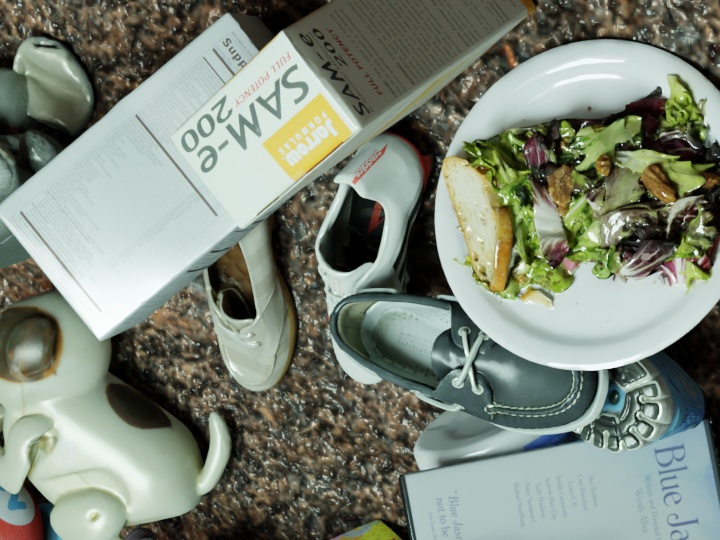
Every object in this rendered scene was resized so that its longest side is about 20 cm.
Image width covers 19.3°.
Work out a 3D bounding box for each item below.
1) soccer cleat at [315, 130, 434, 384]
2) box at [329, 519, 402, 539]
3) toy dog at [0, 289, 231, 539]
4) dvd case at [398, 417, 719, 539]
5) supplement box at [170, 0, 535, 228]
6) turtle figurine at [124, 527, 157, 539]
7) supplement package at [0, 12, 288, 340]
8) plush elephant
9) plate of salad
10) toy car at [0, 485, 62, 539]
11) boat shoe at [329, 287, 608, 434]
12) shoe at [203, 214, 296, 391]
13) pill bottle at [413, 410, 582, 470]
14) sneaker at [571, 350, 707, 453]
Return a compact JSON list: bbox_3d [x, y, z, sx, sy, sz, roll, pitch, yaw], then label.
[{"bbox_3d":[0.000,0.000,1.408,0.069,0.085,0.200,27,129,22],"label":"soccer cleat"},{"bbox_3d":[0.022,0.313,1.495,0.200,0.122,0.193,34,143,63],"label":"box"},{"bbox_3d":[-0.215,0.113,1.608,0.194,0.140,0.200,-24,100,31],"label":"toy dog"},{"bbox_3d":[0.134,0.179,1.316,0.200,0.018,0.143,-11,85,-3],"label":"dvd case"},{"bbox_3d":[-0.002,-0.119,1.259,0.074,0.200,0.126,52,134,0],"label":"supplement box"},{"bbox_3d":[-0.125,0.251,1.577,0.150,0.200,0.101,31,95,-16],"label":"turtle figurine"},{"bbox_3d":[-0.116,-0.062,1.380,0.200,0.110,0.114,-39,89,9],"label":"supplement package"},{"bbox_3d":[-0.275,-0.088,1.530,0.165,0.200,0.155,-33,71,31],"label":"plush elephant"},{"bbox_3d":[0.132,-0.042,1.247,0.200,0.048,0.200,-6,77,25],"label":"plate of salad"},{"bbox_3d":[-0.336,0.150,1.731,0.177,0.184,0.200,-1,86,38],"label":"toy car"},{"bbox_3d":[0.062,0.055,1.310,0.200,0.060,0.076,9,87,45],"label":"boat shoe"},{"bbox_3d":[-0.089,0.003,1.500,0.070,0.053,0.200,15,124,30],"label":"shoe"},{"bbox_3d":[0.124,0.181,1.402,0.114,0.114,0.200,-14,106,42],"label":"pill bottle"},{"bbox_3d":[0.136,0.059,1.343,0.200,0.090,0.078,35,111,42],"label":"sneaker"}]
